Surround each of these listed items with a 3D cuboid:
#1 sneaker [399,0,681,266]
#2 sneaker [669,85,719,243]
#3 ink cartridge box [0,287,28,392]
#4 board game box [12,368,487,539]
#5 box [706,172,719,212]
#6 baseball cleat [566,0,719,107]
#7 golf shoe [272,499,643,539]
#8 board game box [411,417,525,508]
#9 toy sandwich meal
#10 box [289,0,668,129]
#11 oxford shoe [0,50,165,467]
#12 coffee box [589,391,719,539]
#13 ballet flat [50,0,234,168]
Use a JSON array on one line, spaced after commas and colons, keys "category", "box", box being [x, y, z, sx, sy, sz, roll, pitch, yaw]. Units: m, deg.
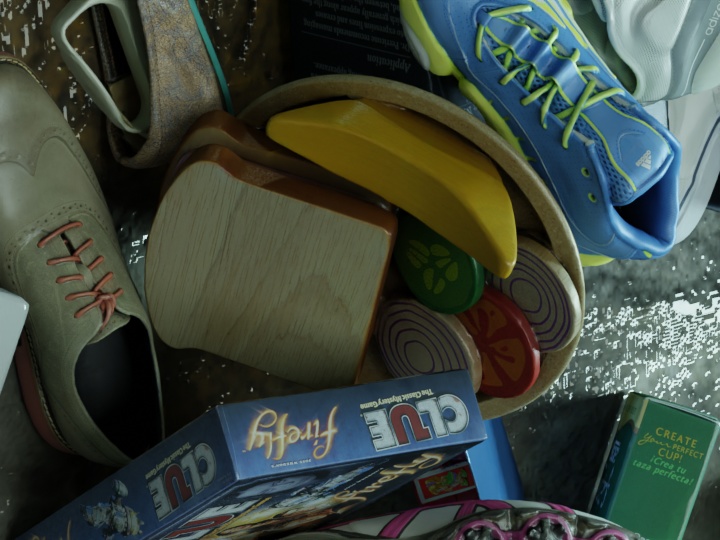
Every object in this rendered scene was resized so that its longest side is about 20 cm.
[{"category": "sneaker", "box": [0.088, -0.084, 1.302, 0.076, 0.105, 0.201, -44, 126, -24]}, {"category": "sneaker", "box": [0.164, -0.111, 1.532, 0.071, 0.073, 0.201, 15, 92, -42]}, {"category": "ink cartridge box", "box": [-0.243, 0.079, 1.255, 0.146, 0.083, 0.201, 19, 89, -40]}, {"category": "board game box", "box": [-0.054, 0.099, 1.342, 0.135, 0.200, 0.035, -7, 73, -36]}, {"category": "box", "box": [0.270, -0.121, 1.591, 0.148, 0.107, 0.201, 4, 98, -38]}, {"category": "baseball cleat", "box": [0.134, -0.171, 1.341, 0.106, 0.070, 0.201, -18, 111, -34]}, {"category": "golf shoe", "box": [0.037, 0.138, 1.377, 0.199, 0.092, 0.073, -2, 99, -3]}, {"category": "board game box", "box": [0.050, 0.104, 1.479, 0.039, 0.158, 0.201, -13, 118, 8]}, {"category": "toy sandwich meal", "box": [0.000, 0.000, 1.324, 0.070, 0.204, 0.206, -54, 131, -46]}, {"category": "box", "box": [0.055, -0.111, 1.417, 0.148, 0.107, 0.201, -18, 113, -34]}, {"category": "oxford shoe", "box": [-0.127, -0.003, 1.330, 0.070, 0.075, 0.201, -32, 118, -25]}, {"category": "coffee box", "box": [0.130, 0.162, 1.550, 0.044, 0.123, 0.201, 19, 91, 2]}, {"category": "ballet flat", "box": [-0.110, -0.133, 1.320, 0.067, 0.068, 0.201, -27, 115, -21]}]
